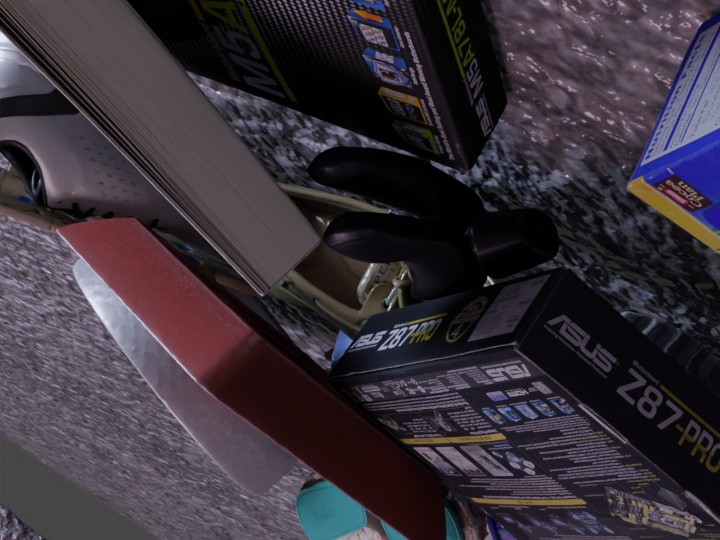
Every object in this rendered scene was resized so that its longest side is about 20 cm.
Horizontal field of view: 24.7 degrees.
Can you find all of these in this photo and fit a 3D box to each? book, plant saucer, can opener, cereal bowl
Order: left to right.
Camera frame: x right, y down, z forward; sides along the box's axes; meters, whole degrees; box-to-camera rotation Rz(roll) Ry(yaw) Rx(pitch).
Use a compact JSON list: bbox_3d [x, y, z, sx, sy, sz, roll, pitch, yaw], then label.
[{"bbox_3d":[-0.096,-0.076,0.689,0.200,0.048,0.134,47,177,-3],"label":"book"},{"bbox_3d":[-0.098,0.048,1.096,0.200,0.083,0.200,51,178,3],"label":"cereal bowl"},{"bbox_3d":[-0.050,0.053,0.873,0.199,0.037,0.200,41,179,-38],"label":"plant saucer"},{"bbox_3d":[0.025,-0.027,0.728,0.078,0.064,0.200,-25,164,20],"label":"can opener"}]

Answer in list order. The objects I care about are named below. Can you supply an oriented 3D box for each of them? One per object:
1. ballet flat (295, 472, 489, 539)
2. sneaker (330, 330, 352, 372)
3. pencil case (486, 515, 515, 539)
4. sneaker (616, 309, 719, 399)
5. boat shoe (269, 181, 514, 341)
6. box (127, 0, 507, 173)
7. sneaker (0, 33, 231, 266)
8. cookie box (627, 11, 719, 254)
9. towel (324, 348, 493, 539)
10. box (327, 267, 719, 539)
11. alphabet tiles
[{"bbox_3d":[0.029,0.135,0.983,0.200,0.064,0.076,-6,99,60],"label":"ballet flat"},{"bbox_3d":[0.063,0.070,0.936,0.199,0.077,0.076,19,175,42],"label":"sneaker"},{"bbox_3d":[0.138,0.159,1.016,0.087,0.078,0.200,55,-173,24],"label":"pencil case"},{"bbox_3d":[0.173,0.090,0.846,0.199,0.075,0.082,30,161,1],"label":"sneaker"},{"bbox_3d":[0.000,0.000,0.882,0.199,0.074,0.063,18,161,36],"label":"boat shoe"},{"bbox_3d":[-0.047,-0.132,0.651,0.192,0.048,0.200,21,160,22],"label":"box"},{"bbox_3d":[-0.148,-0.054,0.964,0.200,0.080,0.074,35,159,-20],"label":"sneaker"},{"bbox_3d":[0.201,-0.029,0.490,0.171,0.075,0.200,33,163,-10],"label":"cookie box"},{"bbox_3d":[0.052,0.131,1.130,0.165,0.086,0.200,31,159,22],"label":"towel"},{"bbox_3d":[0.090,0.076,0.756,0.161,0.049,0.200,41,158,-12],"label":"box"},{"bbox_3d":[-0.155,-0.029,1.004,0.199,0.006,0.166,20,-173,-13],"label":"alphabet tiles"}]
